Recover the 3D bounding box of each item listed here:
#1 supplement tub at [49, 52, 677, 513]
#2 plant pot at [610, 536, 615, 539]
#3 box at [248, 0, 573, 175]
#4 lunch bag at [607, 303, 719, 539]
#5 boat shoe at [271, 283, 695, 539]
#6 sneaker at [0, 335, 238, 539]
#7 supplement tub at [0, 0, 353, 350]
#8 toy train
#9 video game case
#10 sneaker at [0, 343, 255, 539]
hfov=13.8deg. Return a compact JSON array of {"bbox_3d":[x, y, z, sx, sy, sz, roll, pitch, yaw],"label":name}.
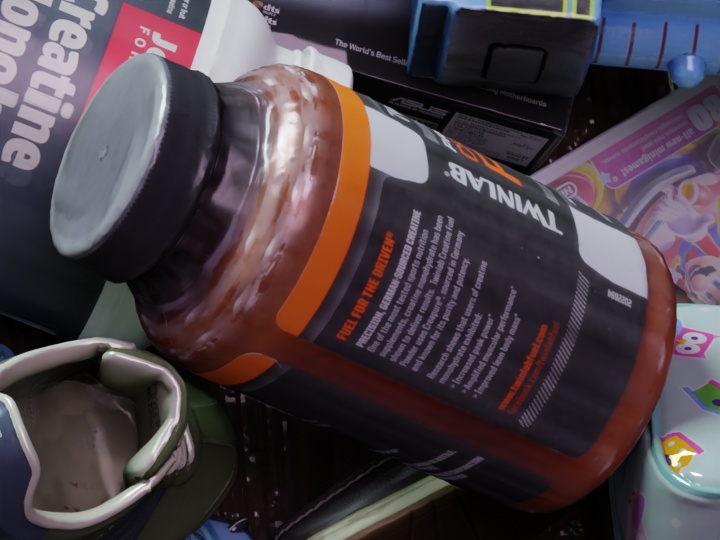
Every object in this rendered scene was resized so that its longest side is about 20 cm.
[{"bbox_3d":[0.000,0.000,0.974,0.199,0.107,0.107,25,64,-28],"label":"supplement tub"},{"bbox_3d":[0.149,0.187,1.050,0.200,0.187,0.186,33,64,16],"label":"plant pot"},{"bbox_3d":[-0.004,-0.141,1.184,0.199,0.050,0.158,16,67,-9],"label":"box"},{"bbox_3d":[0.187,0.074,1.029,0.199,0.077,0.161,7,24,-4],"label":"lunch bag"},{"bbox_3d":[0.049,0.065,1.116,0.199,0.073,0.065,-25,58,-18],"label":"boat shoe"},{"bbox_3d":[-0.082,0.059,0.959,0.200,0.090,0.067,-9,72,-57],"label":"sneaker"},{"bbox_3d":[-0.117,-0.054,1.068,0.199,0.140,0.141,21,66,-8],"label":"supplement tub"},{"bbox_3d":[0.109,-0.123,1.126,0.199,0.087,0.115,6,71,-3],"label":"toy train"},{"bbox_3d":[0.161,0.023,1.187,0.143,0.018,0.200,-30,81,-24],"label":"video game case"},{"bbox_3d":[-0.085,0.109,1.067,0.090,0.078,0.200,-32,85,-42],"label":"sneaker"}]
